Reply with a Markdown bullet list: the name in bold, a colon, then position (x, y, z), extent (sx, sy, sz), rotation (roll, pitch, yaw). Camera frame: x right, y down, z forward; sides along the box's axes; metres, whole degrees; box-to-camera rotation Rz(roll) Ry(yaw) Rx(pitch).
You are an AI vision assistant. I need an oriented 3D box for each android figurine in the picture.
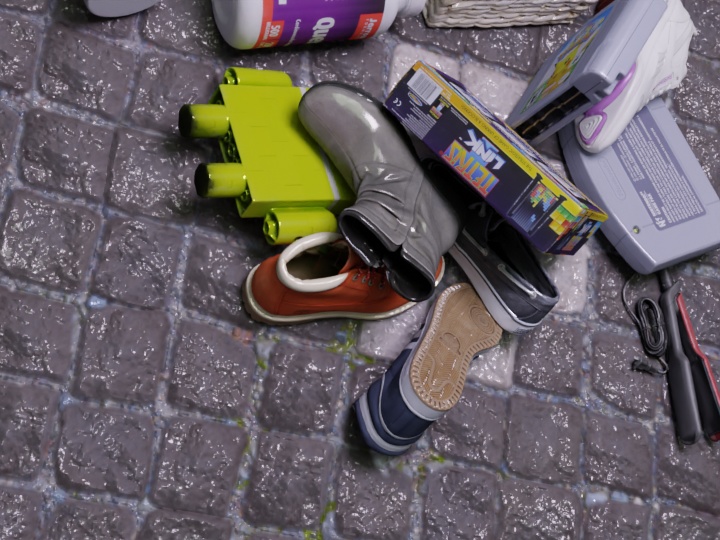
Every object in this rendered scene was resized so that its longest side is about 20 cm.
- **android figurine**: position (-0.068, -0.110, 1.125), extent (0.198, 0.041, 0.184), rotation (-5, 66, -36)

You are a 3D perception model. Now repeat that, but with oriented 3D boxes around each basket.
- **basket**: position (0.155, -0.333, 1.244), extent (0.197, 0.123, 0.138), rotation (-6, 75, -22)

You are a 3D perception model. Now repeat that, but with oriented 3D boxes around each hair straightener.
- **hair straightener**: position (0.310, 0.076, 1.220), extent (0.076, 0.041, 0.203), rotation (-5, 76, -21)

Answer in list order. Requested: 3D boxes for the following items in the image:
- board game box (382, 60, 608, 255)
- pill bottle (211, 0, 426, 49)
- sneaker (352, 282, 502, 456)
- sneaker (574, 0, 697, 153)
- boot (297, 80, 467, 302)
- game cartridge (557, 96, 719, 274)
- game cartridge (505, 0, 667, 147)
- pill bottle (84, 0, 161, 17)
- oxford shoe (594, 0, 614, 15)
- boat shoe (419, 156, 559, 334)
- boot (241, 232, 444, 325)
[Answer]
- **board game box**: position (0.128, -0.099, 1.120), extent (0.200, 0.165, 0.057), rotation (45, 102, 15)
- **pill bottle**: position (-0.039, -0.276, 1.164), extent (0.197, 0.112, 0.114), rotation (-9, 77, -21)
- **sneaker**: position (0.060, 0.092, 1.120), extent (0.070, 0.109, 0.200), rotation (41, 35, -1)
- **sneaker**: position (0.290, -0.196, 1.239), extent (0.099, 0.074, 0.202), rotation (39, 73, -30)
- **boot**: position (0.009, -0.073, 1.063), extent (0.200, 0.068, 0.131), rotation (44, 34, -5)
- **game cartridge**: position (0.287, -0.098, 1.253), extent (0.132, 0.041, 0.202), rotation (-15, 70, -26)
- **game cartridge**: position (0.212, -0.194, 1.180), extent (0.040, 0.200, 0.134), rotation (41, 64, -7)
- **pill bottle**: position (-0.241, -0.344, 1.110), extent (0.115, 0.116, 0.202), rotation (-19, 80, -23)
- **oxford shoe**: position (0.317, -0.310, 1.325), extent (0.074, 0.070, 0.201), rotation (36, 67, -13)
- **boat shoe**: position (0.117, -0.037, 1.154), extent (0.071, 0.068, 0.201), rotation (-17, 67, -41)
- **boot**: position (0.000, 0.000, 1.099), extent (0.197, 0.107, 0.076), rotation (-11, 75, -24)
